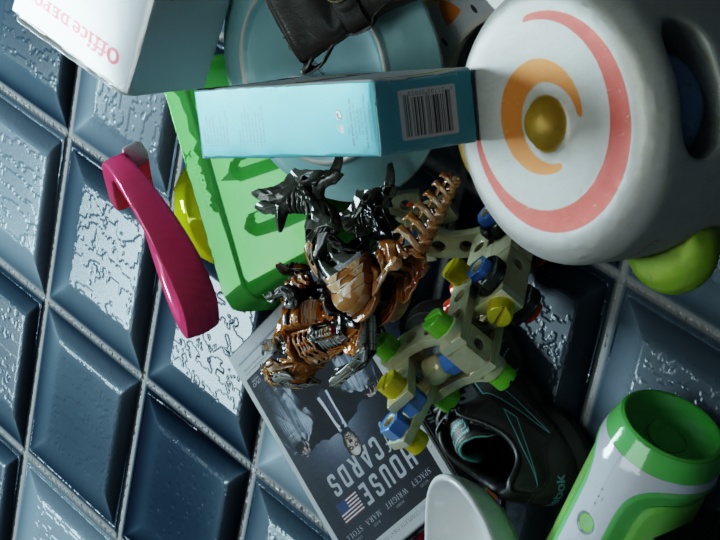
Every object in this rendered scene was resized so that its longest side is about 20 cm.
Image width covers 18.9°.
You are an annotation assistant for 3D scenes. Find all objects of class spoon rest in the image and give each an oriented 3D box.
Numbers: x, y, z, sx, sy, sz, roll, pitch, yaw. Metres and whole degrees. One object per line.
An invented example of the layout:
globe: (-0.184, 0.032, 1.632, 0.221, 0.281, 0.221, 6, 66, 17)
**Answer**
spoon rest: (0.075, 0.225, 1.524, 0.099, 0.061, 0.200, 49, 155, 40)

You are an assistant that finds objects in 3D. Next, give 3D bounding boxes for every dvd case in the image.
dvd case: (-0.009, 0.110, 1.609, 0.150, 0.025, 0.200, -45, 70, 43)

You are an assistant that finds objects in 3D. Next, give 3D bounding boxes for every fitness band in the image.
fitness band: (-0.153, -0.021, 1.692, 0.144, 0.037, 0.200, 61, 172, 11)

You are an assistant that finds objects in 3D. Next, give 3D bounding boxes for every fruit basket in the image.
fruit basket: (-0.092, -0.062, 1.675, 0.215, 0.155, 0.216, 1, 92, 33)

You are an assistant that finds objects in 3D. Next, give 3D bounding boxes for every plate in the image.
plate: (-0.027, -0.142, 1.512, 0.200, 0.026, 0.201, 15, 116, 35)

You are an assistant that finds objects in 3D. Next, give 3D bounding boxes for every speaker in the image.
speaker: (0.169, 0.177, 1.437, 0.088, 0.088, 0.200, 47, 130, 34)

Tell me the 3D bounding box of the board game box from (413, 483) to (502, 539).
board game box: (0.024, 0.160, 1.644, 0.200, 0.039, 0.158, -24, 79, 49)

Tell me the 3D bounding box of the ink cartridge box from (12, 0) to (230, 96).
ink cartridge box: (-0.158, -0.246, 1.552, 0.145, 0.084, 0.200, 37, 119, 34)

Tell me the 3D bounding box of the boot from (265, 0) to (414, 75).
boot: (-0.007, -0.243, 1.415, 0.174, 0.069, 0.201, -16, 99, 19)

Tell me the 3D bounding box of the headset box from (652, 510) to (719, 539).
headset box: (0.222, 0.283, 1.397, 0.149, 0.075, 0.200, 44, 129, 30)

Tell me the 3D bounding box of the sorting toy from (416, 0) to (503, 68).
sorting toy: (0.062, -0.205, 1.490, 0.180, 0.107, 0.200, 58, 136, 14)

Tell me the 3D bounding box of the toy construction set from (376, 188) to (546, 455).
toy construction set: (0.064, 0.020, 1.499, 0.131, 0.092, 0.200, -39, 37, 34)

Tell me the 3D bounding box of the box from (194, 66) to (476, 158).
box: (-0.020, -0.102, 1.418, 0.200, 0.082, 0.049, 3, 101, 53)

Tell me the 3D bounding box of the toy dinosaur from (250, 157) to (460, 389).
toy dinosaur: (0.000, 0.000, 1.458, 0.200, 0.102, 0.136, -29, 55, 17)

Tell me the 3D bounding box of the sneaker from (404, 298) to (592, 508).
sneaker: (0.085, 0.091, 1.529, 0.200, 0.079, 0.076, 48, 131, 35)

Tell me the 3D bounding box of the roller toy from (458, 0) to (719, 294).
roller toy: (0.156, -0.098, 1.358, 0.200, 0.139, 0.183, 45, 128, 36)
